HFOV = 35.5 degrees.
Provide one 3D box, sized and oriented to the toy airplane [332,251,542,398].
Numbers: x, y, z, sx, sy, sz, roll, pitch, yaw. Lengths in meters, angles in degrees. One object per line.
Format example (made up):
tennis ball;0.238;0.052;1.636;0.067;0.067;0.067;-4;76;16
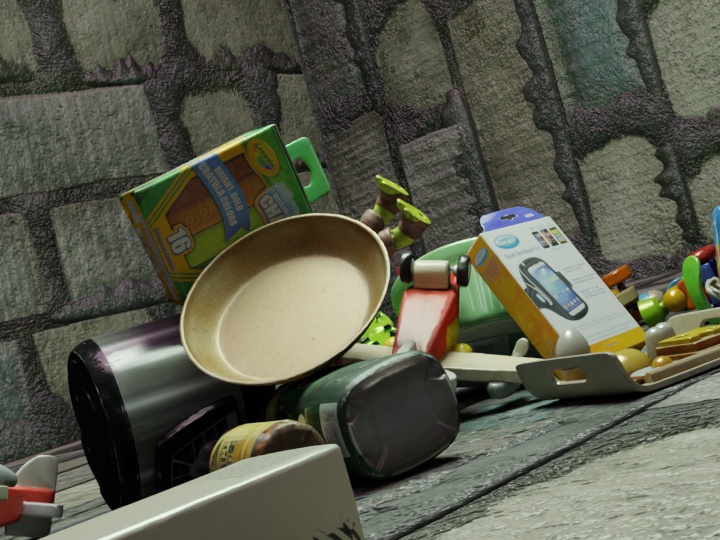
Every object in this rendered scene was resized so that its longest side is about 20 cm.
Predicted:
toy airplane;0.062;0.091;1.113;0.197;0.143;0.200;-24;40;-22

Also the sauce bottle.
sauce bottle;-0.087;0.158;0.915;0.065;0.067;0.199;-14;-5;-26

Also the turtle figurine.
turtle figurine;0.000;0.000;1.080;0.162;0.064;0.201;-52;26;14

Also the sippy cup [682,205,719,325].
sippy cup;0.433;-0.016;1.185;0.138;0.133;0.176;-16;-3;42

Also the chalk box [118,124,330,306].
chalk box;-0.121;-0.064;1.123;0.198;0.126;0.124;-29;10;-15

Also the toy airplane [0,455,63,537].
toy airplane;-0.377;0.202;1.050;0.197;0.144;0.199;-16;-3;14

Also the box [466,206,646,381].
box;0.198;0.019;1.173;0.118;0.201;0.042;-13;-35;-40

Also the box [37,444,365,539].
box;-0.090;0.139;0.503;0.081;0.070;0.198;-18;-2;43

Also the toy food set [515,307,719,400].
toy food set;0.255;0.064;1.004;0.197;0.061;0.143;-15;-2;-28

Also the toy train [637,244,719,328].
toy train;0.386;0.034;1.355;0.115;0.086;0.199;-27;-6;20

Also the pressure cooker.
pressure cooker;-0.174;0.128;1.113;0.197;0.182;0.175;-15;-5;-27

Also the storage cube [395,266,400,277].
storage cube;0.191;0.051;1.860;0.169;0.183;0.199;-17;-3;38

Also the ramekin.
ramekin;0.139;0.054;1.292;0.196;0.099;0.201;-8;-30;-5

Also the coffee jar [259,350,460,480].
coffee jar;-0.008;0.122;0.926;0.103;0.087;0.199;-23;2;-26

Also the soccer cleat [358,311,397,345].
soccer cleat;0.030;0.103;1.293;0.067;0.082;0.200;-26;12;3

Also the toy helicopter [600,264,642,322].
toy helicopter;0.317;0.076;1.638;0.131;0.080;0.199;-26;-5;-45

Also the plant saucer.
plant saucer;-0.063;0.032;1.000;0.197;0.036;0.202;-13;43;12
